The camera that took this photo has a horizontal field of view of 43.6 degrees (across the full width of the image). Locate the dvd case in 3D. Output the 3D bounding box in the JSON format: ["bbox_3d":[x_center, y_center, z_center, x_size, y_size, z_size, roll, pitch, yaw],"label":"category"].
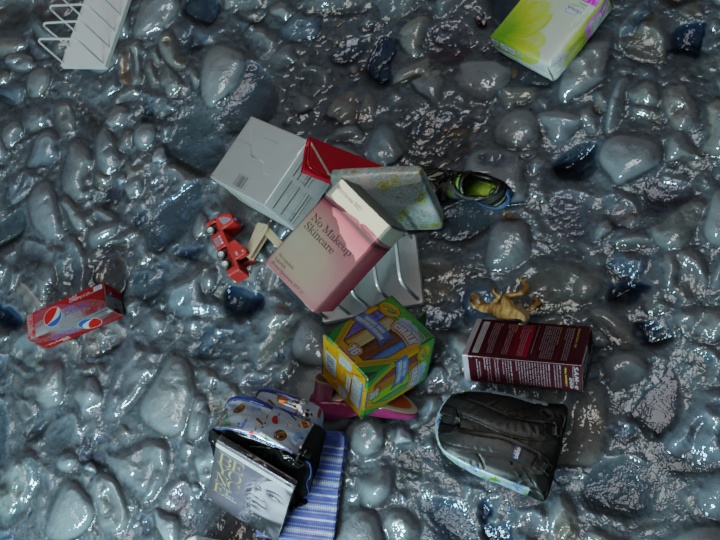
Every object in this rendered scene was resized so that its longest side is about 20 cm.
[{"bbox_3d":[-0.187,0.370,1.514,0.149,0.200,0.016,29,46,11],"label":"dvd case"}]

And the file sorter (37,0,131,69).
[{"bbox_3d":[-0.672,-0.606,2.179,0.139,0.125,0.200,6,73,24],"label":"file sorter"}]

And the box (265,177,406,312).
[{"bbox_3d":[-0.042,-0.041,1.545,0.128,0.109,0.200,45,100,13],"label":"box"}]

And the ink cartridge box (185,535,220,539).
[{"bbox_3d":[-0.254,0.568,1.546,0.084,0.145,0.200,-29,62,8],"label":"ink cartridge box"}]

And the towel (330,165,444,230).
[{"bbox_3d":[0.055,-0.132,1.665,0.171,0.200,0.048,-3,64,19],"label":"towel"}]

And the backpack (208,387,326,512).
[{"bbox_3d":[-0.158,0.289,1.539,0.190,0.200,0.154,16,48,4],"label":"backpack"}]

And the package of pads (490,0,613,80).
[{"bbox_3d":[0.375,-0.481,1.748,0.154,0.068,0.200,38,88,30],"label":"package of pads"}]

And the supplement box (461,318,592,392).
[{"bbox_3d":[0.283,0.141,1.520,0.200,0.061,0.109,3,34,23],"label":"supplement box"}]

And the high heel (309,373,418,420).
[{"bbox_3d":[0.004,0.253,1.634,0.200,0.067,0.096,17,121,15],"label":"high heel"}]

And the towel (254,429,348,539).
[{"bbox_3d":[-0.104,0.381,1.608,0.145,0.024,0.200,5,71,6],"label":"towel"}]

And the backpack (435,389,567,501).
[{"bbox_3d":[0.221,0.275,1.485,0.200,0.154,0.163,14,77,3],"label":"backpack"}]

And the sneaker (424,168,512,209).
[{"bbox_3d":[0.186,-0.164,1.691,0.199,0.083,0.071,11,74,25],"label":"sneaker"}]

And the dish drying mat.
[{"bbox_3d":[-0.021,-0.191,1.734,0.018,0.200,0.077,-23,55,54],"label":"dish drying mat"}]

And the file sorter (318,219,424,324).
[{"bbox_3d":[0.000,0.000,1.670,0.200,0.125,0.139,-12,67,16],"label":"file sorter"}]

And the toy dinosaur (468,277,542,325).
[{"bbox_3d":[0.266,0.069,1.561,0.106,0.060,0.200,-33,19,-18],"label":"toy dinosaur"}]

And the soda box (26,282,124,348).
[{"bbox_3d":[-0.605,0.097,1.910,0.200,0.070,0.063,-21,64,12],"label":"soda box"}]

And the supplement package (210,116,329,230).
[{"bbox_3d":[-0.173,-0.194,1.802,0.200,0.111,0.156,29,83,44],"label":"supplement package"}]

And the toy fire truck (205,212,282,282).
[{"bbox_3d":[-0.221,-0.050,1.827,0.141,0.049,0.200,-31,61,7],"label":"toy fire truck"}]

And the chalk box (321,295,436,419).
[{"bbox_3d":[0.047,0.142,1.583,0.200,0.125,0.124,-28,55,-27],"label":"chalk box"}]
